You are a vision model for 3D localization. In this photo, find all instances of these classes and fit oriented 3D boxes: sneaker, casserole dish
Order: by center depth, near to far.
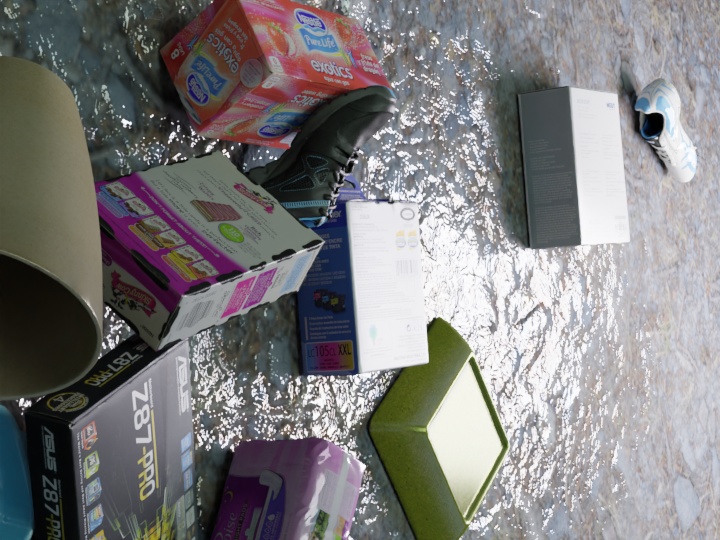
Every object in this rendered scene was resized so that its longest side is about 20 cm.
[{"bbox_3d":[-0.303,0.169,1.022,0.200,0.038,0.122,-29,114,-54],"label":"casserole dish"},{"bbox_3d":[-0.038,-0.085,1.330,0.082,0.200,0.073,51,5,17],"label":"sneaker"},{"bbox_3d":[0.454,-0.201,2.206,0.072,0.072,0.201,-41,134,-10],"label":"sneaker"}]

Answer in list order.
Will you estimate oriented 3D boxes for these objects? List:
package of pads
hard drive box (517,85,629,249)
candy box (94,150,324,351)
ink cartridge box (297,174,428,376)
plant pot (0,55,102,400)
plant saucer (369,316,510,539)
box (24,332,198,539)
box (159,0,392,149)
[{"bbox_3d":[-0.076,0.250,1.287,0.076,0.120,0.202,38,56,-41],"label":"package of pads"},{"bbox_3d":[0.279,-0.131,1.911,0.155,0.076,0.202,-3,89,-57],"label":"hard drive box"},{"bbox_3d":[-0.141,-0.022,1.211,0.199,0.136,0.061,-23,148,-54],"label":"candy box"},{"bbox_3d":[0.000,0.000,1.473,0.136,0.076,0.202,-3,90,-57],"label":"ink cartridge box"},{"bbox_3d":[-0.257,-0.044,1.023,0.187,0.186,0.202,47,35,-43],"label":"plant pot"},{"bbox_3d":[0.101,0.186,1.629,0.200,0.047,0.201,-53,128,-45],"label":"plant saucer"},{"bbox_3d":[-0.189,0.167,1.143,0.161,0.049,0.202,-40,135,-58],"label":"box"},{"bbox_3d":[-0.072,-0.178,1.343,0.199,0.102,0.095,1,59,-56],"label":"box"}]
